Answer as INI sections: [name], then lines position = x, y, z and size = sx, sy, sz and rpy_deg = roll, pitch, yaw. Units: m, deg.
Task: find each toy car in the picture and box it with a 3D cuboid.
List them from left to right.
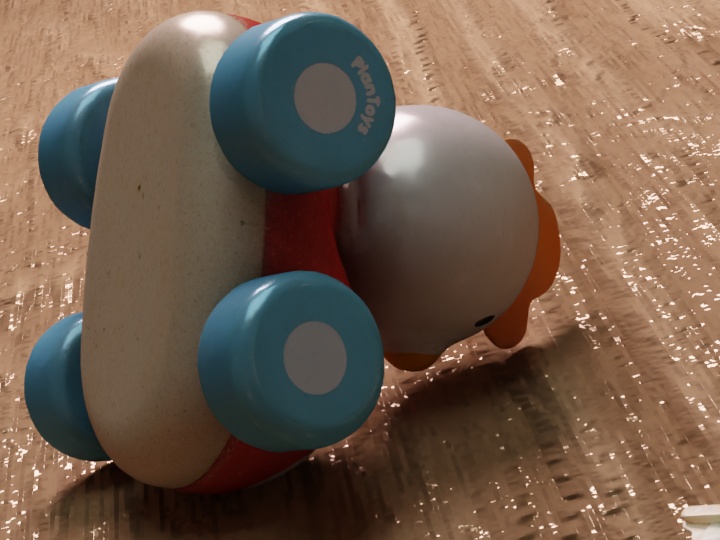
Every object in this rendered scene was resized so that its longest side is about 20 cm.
[toy car]
position = 0.000, 0.000, 0.919
size = 0.200, 0.177, 0.184
rpy_deg = 7, -9, -30

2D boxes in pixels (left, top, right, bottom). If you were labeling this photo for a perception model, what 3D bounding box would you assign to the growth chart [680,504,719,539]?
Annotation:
[growth chart]
position = 0.193, 0.054, 0.756
size = 0.145, 0.018, 0.200
rpy_deg = 4, 26, 44
